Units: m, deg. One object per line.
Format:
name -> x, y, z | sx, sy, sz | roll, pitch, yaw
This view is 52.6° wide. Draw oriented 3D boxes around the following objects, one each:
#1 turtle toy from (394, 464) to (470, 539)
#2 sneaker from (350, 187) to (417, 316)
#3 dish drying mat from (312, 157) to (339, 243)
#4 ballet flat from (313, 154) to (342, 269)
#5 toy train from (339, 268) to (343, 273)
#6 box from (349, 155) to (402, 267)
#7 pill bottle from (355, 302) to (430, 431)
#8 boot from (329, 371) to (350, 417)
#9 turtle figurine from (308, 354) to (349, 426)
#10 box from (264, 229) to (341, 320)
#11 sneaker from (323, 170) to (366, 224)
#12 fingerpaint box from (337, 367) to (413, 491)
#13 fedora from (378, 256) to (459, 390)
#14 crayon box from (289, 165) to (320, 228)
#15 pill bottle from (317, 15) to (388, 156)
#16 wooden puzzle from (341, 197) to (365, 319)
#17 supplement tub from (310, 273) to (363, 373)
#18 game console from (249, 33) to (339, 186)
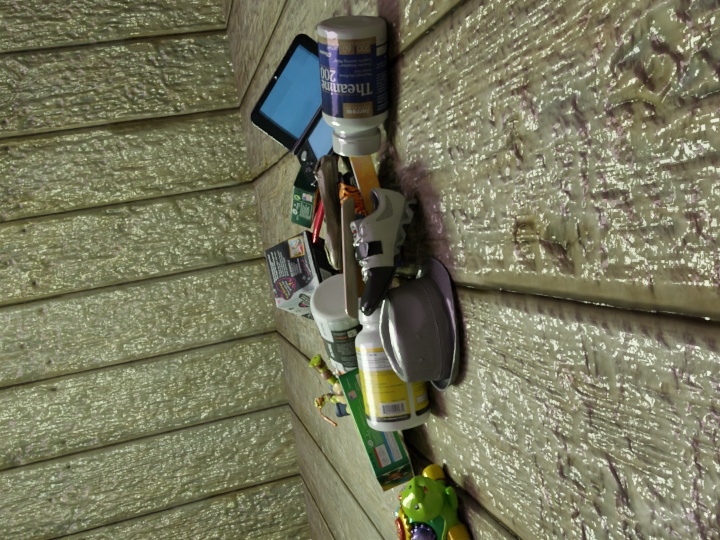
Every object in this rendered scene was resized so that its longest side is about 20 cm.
turtle toy -> 0.109, 0.401, 1.192 | 0.202, 0.099, 0.147 | 94, 160, -45
sneaker -> 0.017, -0.032, 1.102 | 0.074, 0.087, 0.203 | 135, 154, -66
dish drying mat -> -0.066, -0.157, 1.419 | 0.077, 0.018, 0.203 | -85, 11, -57
ballet flat -> -0.056, -0.102, 1.286 | 0.067, 0.045, 0.205 | 18, -112, -87
toy train -> 0.000, 0.000, 1.447 | 0.201, 0.054, 0.153 | 104, 153, -59
box -> 0.030, -0.093, 1.233 | 0.119, 0.041, 0.203 | 69, -177, -67
pill bottle -> 0.051, 0.157, 1.231 | 0.112, 0.110, 0.205 | -172, 74, -75
boot -> -0.032, 0.225, 1.628 | 0.073, 0.089, 0.204 | 10, -112, -76
turtle figurine -> -0.032, 0.248, 1.560 | 0.198, 0.064, 0.163 | -12, 112, 40
box -> -0.095, 0.021, 1.533 | 0.199, 0.113, 0.134 | 26, -136, -59
sneaker -> -0.014, -0.128, 1.375 | 0.199, 0.076, 0.115 | 28, 114, 57
fingerpaint box -> 0.030, 0.302, 1.388 | 0.167, 0.072, 0.203 | 75, 173, -65
fedora -> 0.081, 0.088, 1.103 | 0.177, 0.088, 0.204 | -133, 36, -65
crayon box -> -0.088, -0.205, 1.480 | 0.128, 0.050, 0.203 | 106, -177, -60
pill bottle -> -0.010, -0.292, 1.161 | 0.111, 0.109, 0.204 | -123, 26, -58
wooden puzzle -> -0.010, -0.025, 1.211 | 0.200, 0.036, 0.189 | -94, 2, -86
supplement tub -> -0.020, 0.116, 1.425 | 0.123, 0.120, 0.202 | -116, 7, -47
game console -> -0.095, -0.289, 1.325 | 0.201, 0.117, 0.172 | -53, 40, 26
